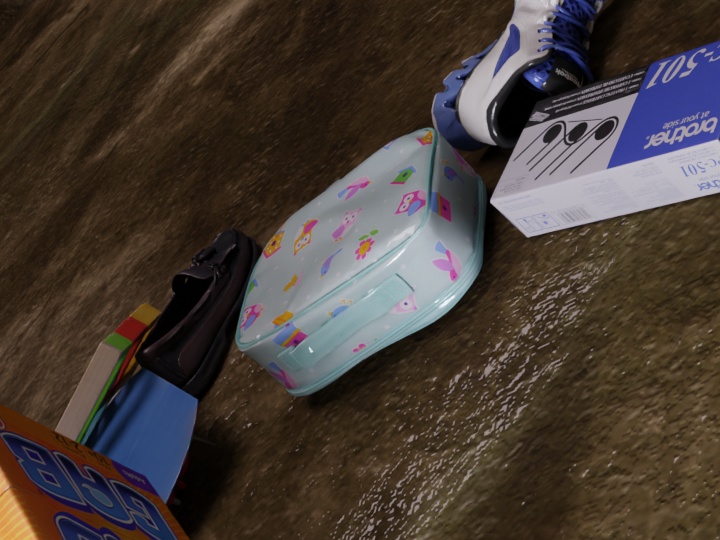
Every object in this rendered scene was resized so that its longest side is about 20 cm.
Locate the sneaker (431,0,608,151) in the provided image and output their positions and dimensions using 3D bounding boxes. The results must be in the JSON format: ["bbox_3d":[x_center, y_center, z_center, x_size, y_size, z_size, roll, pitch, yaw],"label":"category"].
[{"bbox_3d":[0.146,-0.164,1.125,0.200,0.080,0.115,-56,28,-1],"label":"sneaker"}]

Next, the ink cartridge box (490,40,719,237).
[{"bbox_3d":[0.179,-0.085,0.976,0.200,0.044,0.094,-13,43,52],"label":"ink cartridge box"}]

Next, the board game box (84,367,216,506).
[{"bbox_3d":[-0.174,0.167,1.198,0.159,0.039,0.200,-63,27,-6],"label":"board game box"}]

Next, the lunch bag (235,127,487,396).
[{"bbox_3d":[0.000,0.000,1.110,0.200,0.077,0.161,-35,28,27],"label":"lunch bag"}]

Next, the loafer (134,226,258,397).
[{"bbox_3d":[-0.143,0.026,1.327,0.072,0.063,0.200,-30,30,36],"label":"loafer"}]

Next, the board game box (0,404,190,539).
[{"bbox_3d":[-0.207,0.225,0.886,0.200,0.200,0.200,-46,51,3],"label":"board game box"}]

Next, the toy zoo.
[{"bbox_3d":[-0.222,0.100,1.306,0.132,0.020,0.200,-61,2,11],"label":"toy zoo"}]
